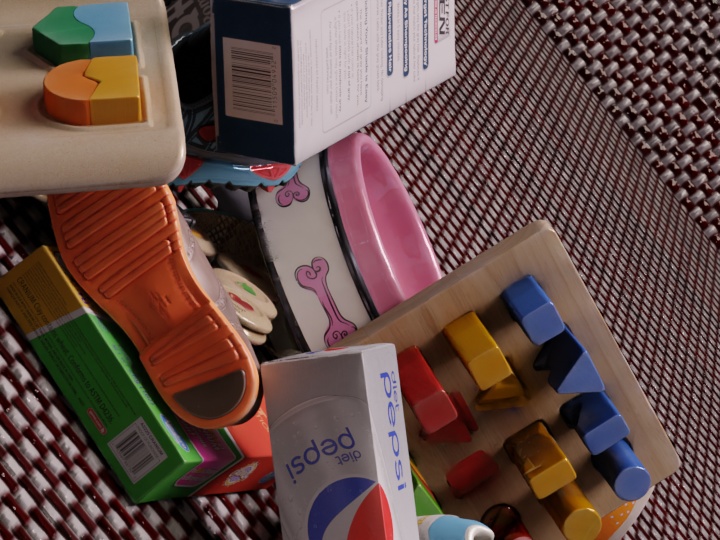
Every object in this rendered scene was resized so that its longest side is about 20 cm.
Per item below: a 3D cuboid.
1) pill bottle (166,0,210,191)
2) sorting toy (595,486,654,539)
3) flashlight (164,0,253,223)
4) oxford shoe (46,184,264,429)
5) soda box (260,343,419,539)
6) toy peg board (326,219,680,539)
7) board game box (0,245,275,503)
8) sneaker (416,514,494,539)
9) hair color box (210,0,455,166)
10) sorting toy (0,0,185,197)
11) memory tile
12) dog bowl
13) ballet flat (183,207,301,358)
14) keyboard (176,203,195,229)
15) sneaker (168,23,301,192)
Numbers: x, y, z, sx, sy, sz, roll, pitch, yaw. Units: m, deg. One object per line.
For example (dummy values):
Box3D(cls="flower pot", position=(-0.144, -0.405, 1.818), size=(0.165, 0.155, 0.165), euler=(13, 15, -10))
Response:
Box3D(cls="pill bottle", position=(-0.094, -0.129, 1.876), size=(0.111, 0.200, 0.111), euler=(47, 15, -17))
Box3D(cls="sorting toy", position=(0.059, 0.138, 1.910), size=(0.179, 0.107, 0.200), euler=(21, -1, -37))
Box3D(cls="flashlight", position=(-0.097, -0.100, 1.984), size=(0.200, 0.067, 0.068), euler=(55, 44, -20))
Box3D(cls="oxford shoe", position=(-0.118, 0.003, 1.618), size=(0.201, 0.071, 0.073), euler=(63, 7, 9))
Box3D(cls="soda box", position=(-0.006, 0.145, 1.606), size=(0.068, 0.063, 0.202), euler=(-7, 90, -73))
Box3D(cls="toy peg board", position=(0.086, 0.113, 1.764), size=(0.201, 0.198, 0.098), euler=(59, 0, -26))
Box3D(cls="board game box", position=(-0.119, 0.060, 1.674), size=(0.153, 0.040, 0.200), euler=(55, 15, 12))
Box3D(cls="sneaker", position=(0.070, 0.236, 1.673), size=(0.077, 0.080, 0.201), euler=(-45, 118, -46))
Box3D(cls="hair color box", position=(-0.014, -0.143, 1.738), size=(0.200, 0.060, 0.101), euler=(-32, 128, -53))
Box3D(cls="sorting toy", position=(-0.196, -0.109, 1.605), size=(0.200, 0.184, 0.037), euler=(-102, -170, -55))
Box3D(cls="memory tile", position=(-0.134, -0.027, 1.743), size=(0.199, 0.017, 0.153), euler=(34, 10, -3))
Box3D(cls="dog bowl", position=(0.000, 0.000, 1.853), size=(0.200, 0.073, 0.201), euler=(-22, 90, -79))
Box3D(cls="ballet flat", position=(-0.062, 0.021, 1.893), size=(0.200, 0.070, 0.066), euler=(31, 35, -49))
Box3D(cls="keyboard", position=(-0.176, -0.080, 1.754), size=(0.200, 0.021, 0.127), euler=(41, 18, 29))
Box3D(cls="sneaker", position=(-0.086, -0.102, 1.737), size=(0.079, 0.096, 0.200), euler=(39, 27, 25))
